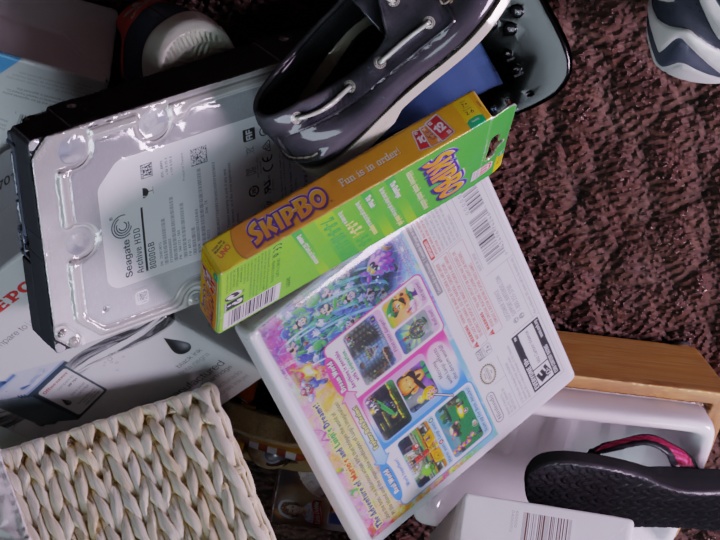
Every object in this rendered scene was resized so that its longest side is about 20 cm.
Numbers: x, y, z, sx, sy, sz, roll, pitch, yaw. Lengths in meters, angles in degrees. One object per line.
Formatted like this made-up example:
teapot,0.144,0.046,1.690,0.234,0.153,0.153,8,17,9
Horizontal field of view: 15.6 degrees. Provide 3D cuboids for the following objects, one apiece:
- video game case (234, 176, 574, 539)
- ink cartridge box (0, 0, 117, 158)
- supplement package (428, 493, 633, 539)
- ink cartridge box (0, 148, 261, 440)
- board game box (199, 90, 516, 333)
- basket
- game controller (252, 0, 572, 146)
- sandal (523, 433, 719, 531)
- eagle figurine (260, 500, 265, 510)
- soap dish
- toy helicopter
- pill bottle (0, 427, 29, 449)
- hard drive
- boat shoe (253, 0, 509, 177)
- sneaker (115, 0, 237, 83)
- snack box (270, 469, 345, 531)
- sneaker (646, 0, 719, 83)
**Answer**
video game case,0.032,0.050,1.612,0.182,0.024,0.200,-38,130,-15
ink cartridge box,-0.231,-0.082,1.589,0.115,0.067,0.200,14,136,-15
supplement package,0.100,0.220,1.712,0.113,0.110,0.200,10,166,-4
ink cartridge box,-0.179,0.029,1.605,0.146,0.086,0.200,-35,137,27
board game box,-0.002,-0.037,1.498,0.200,0.030,0.096,-28,163,-14
basket,-0.127,0.207,1.610,0.160,0.201,0.198,-19,155,-8
game controller,0.025,-0.118,1.542,0.199,0.042,0.105,-23,98,25
sandal,0.187,0.137,1.718,0.199,0.045,0.075,9,146,-30
eagle figurine,-0.032,0.240,1.847,0.151,0.151,0.200,-26,140,20
soap dish,0.134,0.109,1.773,0.199,0.081,0.158,7,137,-5
toy helicopter,-0.035,0.117,1.732,0.132,0.079,0.200,26,164,-27
pill bottle,-0.177,0.172,1.828,0.113,0.114,0.200,-18,134,21
hard drive,-0.100,-0.047,1.502,0.199,0.038,0.140,-19,123,-26
boat shoe,0.018,-0.141,1.459,0.200,0.073,0.063,-49,133,8
sneaker,-0.096,-0.077,1.570,0.075,0.084,0.201,-28,127,-21
snack box,-0.015,0.110,1.820,0.072,0.024,0.200,8,137,-4
sneaker,0.262,-0.165,1.470,0.198,0.080,0.130,8,147,8
